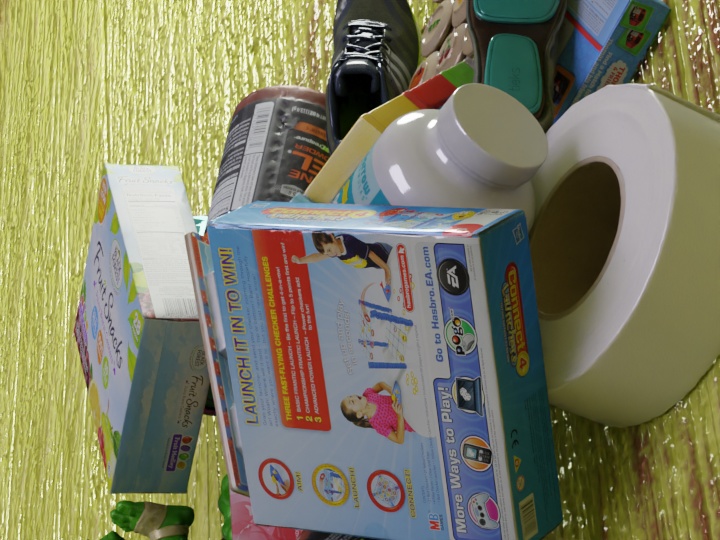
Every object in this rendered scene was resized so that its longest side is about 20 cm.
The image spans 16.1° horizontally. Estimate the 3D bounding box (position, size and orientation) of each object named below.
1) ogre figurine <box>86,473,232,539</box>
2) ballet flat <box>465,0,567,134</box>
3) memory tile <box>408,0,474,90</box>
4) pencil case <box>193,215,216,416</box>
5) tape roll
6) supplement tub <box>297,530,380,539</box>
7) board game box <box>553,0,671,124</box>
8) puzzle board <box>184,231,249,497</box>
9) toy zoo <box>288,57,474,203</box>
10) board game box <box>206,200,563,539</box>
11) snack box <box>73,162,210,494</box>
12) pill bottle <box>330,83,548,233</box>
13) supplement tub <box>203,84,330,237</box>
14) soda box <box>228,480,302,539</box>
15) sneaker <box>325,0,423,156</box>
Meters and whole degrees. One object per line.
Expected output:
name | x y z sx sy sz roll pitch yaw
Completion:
ogre figurine | -0.113 0.220 1.883 0.098 0.199 0.120 68 -169 -58
ballet flat | 0.099 -0.143 1.686 0.064 0.067 0.200 95 -177 -47
memory tile | 0.090 -0.207 1.847 0.200 0.017 0.154 -41 28 59
pencil case | -0.116 0.033 2.041 0.092 0.085 0.200 -43 33 13
tape roll | 0.157 -0.010 1.555 0.202 0.071 0.203 -45 34 42
supplement tub | 0.032 0.218 1.568 0.107 0.107 0.200 -67 25 3
board game box | 0.124 -0.123 1.742 0.200 0.037 0.151 -60 26 16
puzzle board | -0.053 0.079 1.769 0.017 0.151 0.201 -29 57 27
toy zoo | 0.006 -0.068 1.728 0.131 0.020 0.200 -55 -11 30
board game box | 0.014 0.062 1.535 0.195 0.056 0.201 4 110 34
snack box | -0.163 0.042 1.933 0.200 0.067 0.169 -112 29 -49
pill bottle | 0.036 -0.024 1.593 0.200 0.110 0.111 -53 29 36
supplement tub | -0.064 -0.036 1.945 0.107 0.107 0.201 -38 33 47
soda box | -0.056 0.135 1.821 0.070 0.063 0.201 -13 51 8
sneaker | 0.008 -0.146 1.917 0.081 0.074 0.201 74 -167 -60
